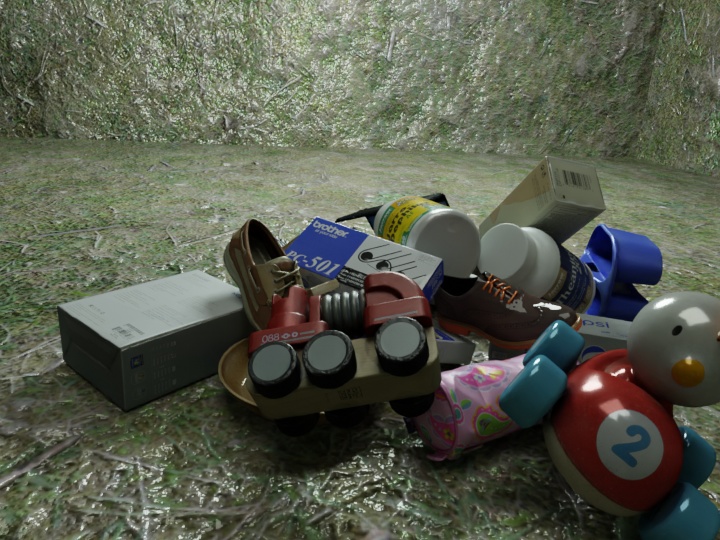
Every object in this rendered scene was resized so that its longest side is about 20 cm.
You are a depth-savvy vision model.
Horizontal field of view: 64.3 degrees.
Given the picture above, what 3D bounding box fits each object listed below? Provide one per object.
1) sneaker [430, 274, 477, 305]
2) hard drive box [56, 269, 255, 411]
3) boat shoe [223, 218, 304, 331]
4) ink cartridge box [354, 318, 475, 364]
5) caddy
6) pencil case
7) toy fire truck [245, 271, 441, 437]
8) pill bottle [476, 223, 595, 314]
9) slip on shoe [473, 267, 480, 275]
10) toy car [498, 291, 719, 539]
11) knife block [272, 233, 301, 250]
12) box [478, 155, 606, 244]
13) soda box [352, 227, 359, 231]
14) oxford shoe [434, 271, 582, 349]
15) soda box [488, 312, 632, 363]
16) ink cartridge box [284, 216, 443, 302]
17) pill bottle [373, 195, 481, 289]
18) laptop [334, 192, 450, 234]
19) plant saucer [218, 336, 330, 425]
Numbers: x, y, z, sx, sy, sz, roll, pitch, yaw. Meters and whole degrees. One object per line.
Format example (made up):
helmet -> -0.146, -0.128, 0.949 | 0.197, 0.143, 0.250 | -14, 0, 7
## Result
sneaker -> 0.144, 0.018, 0.949 | 0.196, 0.075, 0.112 | 10, 21, 21
hard drive box -> -0.241, 0.074, 0.712 | 0.154, 0.078, 0.198 | 19, 25, 37
boat shoe -> -0.106, 0.017, 0.700 | 0.075, 0.072, 0.201 | -10, 53, -45
ink cartridge box -> 0.047, 0.082, 0.729 | 0.197, 0.038, 0.094 | 13, 10, -36
caddy -> 0.406, 0.005, 0.935 | 0.103, 0.144, 0.200 | 10, 19, 8
pencil case -> 0.147, 0.137, 0.606 | 0.196, 0.089, 0.087 | -8, 22, -29
toy fire truck -> -0.017, 0.051, 0.580 | 0.172, 0.130, 0.203 | -11, 48, 5
pill bottle -> 0.257, 0.004, 0.845 | 0.198, 0.113, 0.110 | 23, 2, -42
slip on shoe -> 0.195, -0.008, 0.999 | 0.199, 0.061, 0.076 | 39, -9, 3
toy car -> 0.255, 0.090, 0.481 | 0.184, 0.202, 0.176 | 41, 31, 14
knife block -> -0.119, 0.032, 0.869 | 0.063, 0.175, 0.203 | 23, 51, -34
box -> 0.274, -0.081, 0.895 | 0.093, 0.079, 0.200 | 7, -28, -19
soda box -> 0.002, -0.015, 0.956 | 0.063, 0.070, 0.200 | -40, 15, 1
oxford shoe -> 0.170, 0.044, 0.706 | 0.197, 0.074, 0.071 | 4, 34, 42
soda box -> 0.274, 0.096, 0.769 | 0.196, 0.065, 0.068 | 8, 21, 14
ink cartridge box -> 0.000, 0.000, 0.744 | 0.197, 0.045, 0.094 | 20, 52, 26
pill bottle -> 0.088, -0.051, 0.861 | 0.110, 0.115, 0.200 | -2, 15, -16
laptop -> 0.078, -0.078, 1.078 | 0.174, 0.105, 0.199 | -10, 9, 26
plant saucer -> -0.064, 0.124, 0.663 | 0.196, 0.036, 0.201 | 4, 19, -1
